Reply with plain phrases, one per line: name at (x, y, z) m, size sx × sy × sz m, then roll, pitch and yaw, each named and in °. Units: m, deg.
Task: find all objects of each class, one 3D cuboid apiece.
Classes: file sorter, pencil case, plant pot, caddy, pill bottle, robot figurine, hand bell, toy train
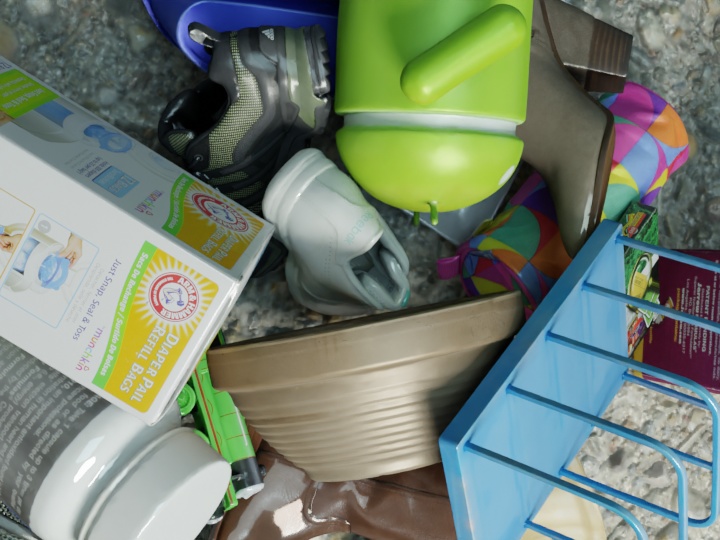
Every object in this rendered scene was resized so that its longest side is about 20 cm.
file sorter at (0.156, 0.096, 0.781) m, size 0.200 × 0.122 × 0.139 m, roll -49°, pitch 143°, yaw -34°
pencil case at (0.149, -0.047, 0.940) m, size 0.200 × 0.088 × 0.089 m, roll -44°, pitch 104°, yaw -21°
plant pot at (0.010, 0.074, 0.814) m, size 0.200 × 0.201 × 0.093 m, roll -12°, pitch 90°, yaw -18°
caddy at (-0.047, -0.194, 0.872) m, size 0.199 × 0.105 × 0.142 m, roll 5°, pitch 112°, yaw -19°
pill bottle at (-0.179, 0.089, 0.783) m, size 0.200 × 0.114 × 0.114 m, roll 38°, pitch 78°, yaw 17°
robot figurine at (0.043, -0.126, 0.785) m, size 0.115 × 0.175 × 0.201 m, roll 3°, pitch 92°, yaw -3°
hand bell at (0.063, 0.187, 0.941) m, size 0.199 × 0.104 × 0.105 m, roll -23°, pitch 99°, yaw -4°
toy train at (-0.112, 0.064, 0.864) m, size 0.056 × 0.042 × 0.201 m, roll -14°, pitch 79°, yaw -23°

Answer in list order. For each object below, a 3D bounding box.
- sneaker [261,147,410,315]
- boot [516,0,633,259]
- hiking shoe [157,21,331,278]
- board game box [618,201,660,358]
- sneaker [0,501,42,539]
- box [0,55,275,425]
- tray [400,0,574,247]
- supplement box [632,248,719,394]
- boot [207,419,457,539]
sneaker at (0.000, 0.000, 0.844) m, size 0.088 × 0.200 × 0.075 m, roll 36°, pitch 83°, yaw 21°
boot at (0.101, -0.105, 0.888) m, size 0.145 × 0.070 × 0.201 m, roll 10°, pitch 61°, yaw 8°
hiking shoe at (-0.080, -0.078, 0.842) m, size 0.100 × 0.076 × 0.201 m, roll 8°, pitch 133°, yaw -9°
board game box at (0.152, 0.055, 0.894) m, size 0.200 × 0.023 × 0.105 m, roll -50°, pitch 141°, yaw -32°
sneaker at (-0.198, 0.199, 0.842) m, size 0.114 × 0.076 × 0.200 m, roll -36°, pitch 97°, yaw -8°
box at (-0.163, -0.021, 0.743) m, size 0.199 × 0.113 × 0.102 m, roll 32°, pitch 108°, yaw -2°
tray at (0.082, -0.124, 0.959) m, size 0.107 × 0.022 × 0.201 m, roll 31°, pitch 81°, yaw -18°
supplement box at (0.301, 0.038, 0.945) m, size 0.130 × 0.200 × 0.104 m, roll 3°, pitch 91°, yaw -20°
boot at (0.001, 0.183, 0.883) m, size 0.199 × 0.064 × 0.187 m, roll 13°, pitch 85°, yaw 2°
